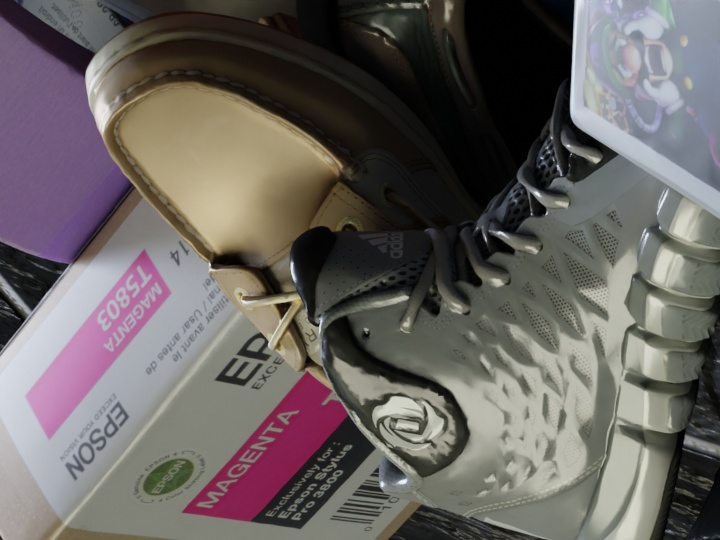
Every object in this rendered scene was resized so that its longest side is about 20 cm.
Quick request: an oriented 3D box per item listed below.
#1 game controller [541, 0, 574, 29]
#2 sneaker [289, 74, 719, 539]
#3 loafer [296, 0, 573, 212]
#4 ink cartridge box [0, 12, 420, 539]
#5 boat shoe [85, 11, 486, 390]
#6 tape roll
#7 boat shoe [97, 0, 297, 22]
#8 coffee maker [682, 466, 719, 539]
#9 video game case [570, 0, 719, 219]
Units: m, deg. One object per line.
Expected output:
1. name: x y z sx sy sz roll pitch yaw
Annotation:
1. game controller: 0.070 -0.084 0.856 0.200 0.042 0.104 32 161 -12
2. sneaker: 0.040 -0.013 0.719 0.115 0.075 0.200 11 116 4
3. loafer: 0.059 -0.038 0.846 0.063 0.072 0.200 7 156 45
4. ink cartridge box: -0.020 0.022 0.945 0.165 0.200 0.075 12 -144 -48
5. boat shoe: 0.000 0.000 0.805 0.074 0.069 0.200 -35 126 30
6. tape roll: -0.146 -0.093 0.936 0.200 0.066 0.200 41 -170 -9
7. boat shoe: -0.059 -0.107 0.935 0.200 0.072 0.069 19 -164 -22
8. coffee maker: 0.170 0.008 0.715 0.135 0.200 0.192 40 160 -34
9. video game case: 0.108 -0.085 0.553 0.182 0.023 0.200 38 138 45
